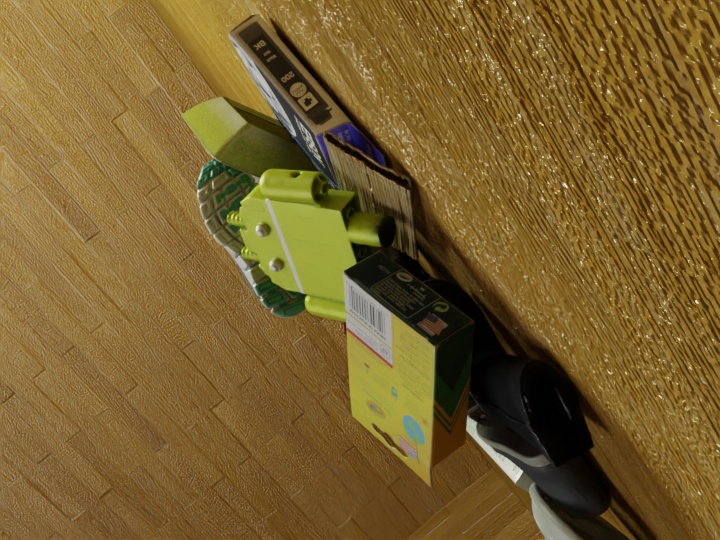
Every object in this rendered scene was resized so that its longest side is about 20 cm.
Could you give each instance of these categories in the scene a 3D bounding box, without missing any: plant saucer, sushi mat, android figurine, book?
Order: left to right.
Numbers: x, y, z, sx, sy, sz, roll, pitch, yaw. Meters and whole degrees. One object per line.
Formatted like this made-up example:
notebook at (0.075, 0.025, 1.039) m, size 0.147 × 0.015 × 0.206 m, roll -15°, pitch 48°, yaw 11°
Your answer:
plant saucer at (-0.100, -0.147, 1.108) m, size 0.199 × 0.048 × 0.200 m, roll 20°, pitch -166°, yaw -28°
android figurine at (-0.048, -0.026, 0.925) m, size 0.199 × 0.041 × 0.183 m, roll 11°, pitch 135°, yaw 31°
sushi mat at (0.014, -0.066, 0.877) m, size 0.095 × 0.012 × 0.200 m, roll 33°, pitch 169°, yaw 13°
book at (0.204, 0.240, 1.204) m, size 0.133 × 0.048 × 0.200 m, roll 30°, pitch -174°, yaw -28°
plant saucer at (0.261, 0.318, 1.028) m, size 0.200 × 0.050 × 0.200 m, roll 35°, pitch -174°, yaw -4°

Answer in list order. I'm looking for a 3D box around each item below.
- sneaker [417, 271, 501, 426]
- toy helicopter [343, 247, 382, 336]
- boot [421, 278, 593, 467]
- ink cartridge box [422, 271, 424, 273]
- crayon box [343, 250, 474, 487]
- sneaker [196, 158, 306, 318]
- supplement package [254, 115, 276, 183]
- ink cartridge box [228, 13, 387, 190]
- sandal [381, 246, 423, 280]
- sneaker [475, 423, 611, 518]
sneaker at (0.111, 0.091, 1.052) m, size 0.201 × 0.078 × 0.090 m, roll 58°, pitch -178°, yaw 29°
toy helicopter at (0.000, 0.000, 1.078) m, size 0.200 × 0.078 × 0.133 m, roll -17°, pitch -77°, yaw -64°
boot at (0.121, 0.084, 0.844) m, size 0.165 × 0.066 × 0.200 m, roll 50°, pitch 178°, yaw -8°
ink cartridge box at (0.064, 0.014, 1.202) m, size 0.200 × 0.037 × 0.095 m, roll 54°, pitch 178°, yaw 32°
crayon box at (0.043, 0.096, 0.869) m, size 0.127 × 0.051 × 0.201 m, roll 38°, pitch 144°, yaw 36°
sneaker at (-0.129, -0.033, 1.066) m, size 0.201 × 0.077 × 0.091 m, roll 63°, pitch 168°, yaw 0°
supplement package at (-0.100, -0.122, 1.350) m, size 0.117 × 0.117 × 0.200 m, roll 50°, pitch 177°, yaw 19°
ink cartridge box at (-0.037, -0.135, 0.929) m, size 0.200 × 0.043 × 0.198 m, roll 50°, pitch 177°, yaw 19°
sandal at (0.034, 0.046, 1.004) m, size 0.078 × 0.069 × 0.213 m, roll 44°, pitch -155°, yaw -37°
sneaker at (0.200, 0.211, 1.038) m, size 0.106 × 0.075 × 0.200 m, roll 52°, pitch 176°, yaw -12°
